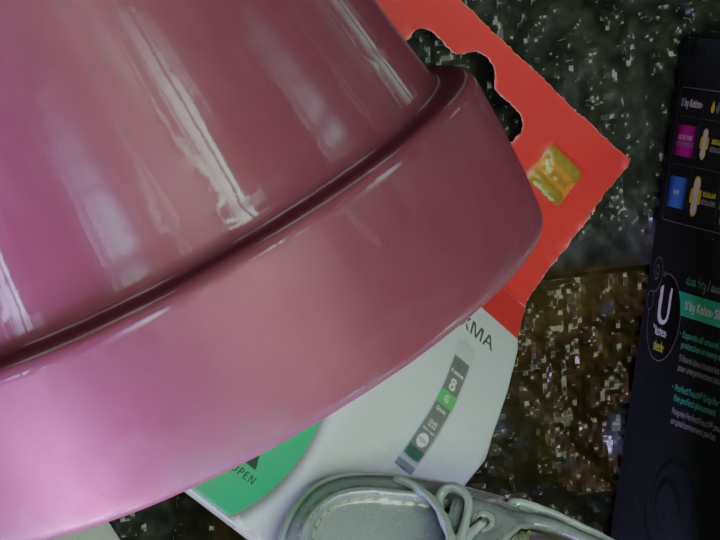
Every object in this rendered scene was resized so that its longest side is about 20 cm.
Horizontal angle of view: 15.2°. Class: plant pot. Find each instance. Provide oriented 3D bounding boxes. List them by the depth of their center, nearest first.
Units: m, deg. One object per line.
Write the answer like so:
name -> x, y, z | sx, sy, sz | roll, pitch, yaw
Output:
plant pot -> -0.072, -0.047, 0.787 | 0.199, 0.200, 0.180 | -30, 103, -11

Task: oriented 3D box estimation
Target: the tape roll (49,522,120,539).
tape roll -> -0.135, 0.163, 0.893 | 0.202, 0.037, 0.204 | 1, 89, -60

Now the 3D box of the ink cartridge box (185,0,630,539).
ink cartridge box -> 0.000, 0.000, 0.957 | 0.161, 0.050, 0.200 | 40, 86, -30

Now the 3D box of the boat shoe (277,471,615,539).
boat shoe -> 0.068, 0.118, 0.917 | 0.201, 0.065, 0.075 | 24, 69, 5

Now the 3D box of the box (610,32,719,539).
box -> 0.193, 0.021, 0.994 | 0.148, 0.124, 0.201 | 7, 94, -19
